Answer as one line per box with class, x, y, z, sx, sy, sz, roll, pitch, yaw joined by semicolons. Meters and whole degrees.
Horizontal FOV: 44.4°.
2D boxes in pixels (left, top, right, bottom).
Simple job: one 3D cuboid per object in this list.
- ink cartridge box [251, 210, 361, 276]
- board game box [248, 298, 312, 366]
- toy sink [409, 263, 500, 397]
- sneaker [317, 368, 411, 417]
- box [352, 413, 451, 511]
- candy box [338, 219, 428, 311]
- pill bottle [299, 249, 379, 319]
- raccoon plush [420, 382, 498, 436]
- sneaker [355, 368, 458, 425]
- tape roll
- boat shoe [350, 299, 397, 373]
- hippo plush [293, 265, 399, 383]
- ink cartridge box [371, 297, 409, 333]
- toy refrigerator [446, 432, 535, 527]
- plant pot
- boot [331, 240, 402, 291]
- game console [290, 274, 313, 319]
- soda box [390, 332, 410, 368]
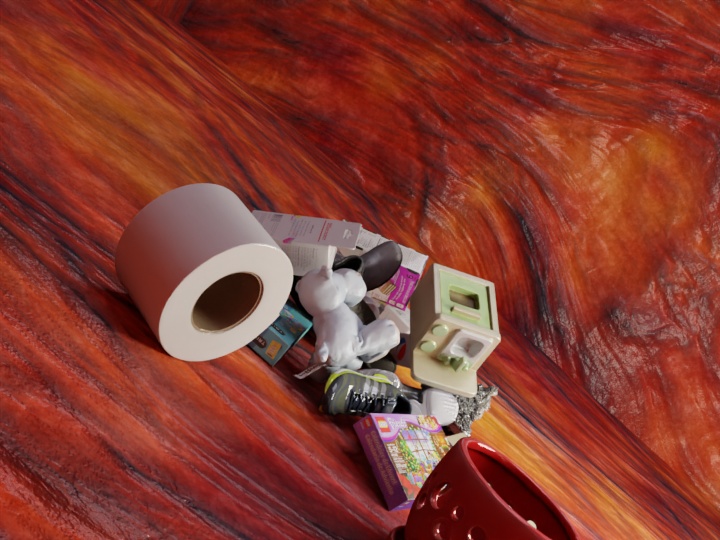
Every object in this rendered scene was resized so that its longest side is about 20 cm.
ink cartridge box;-0.104;-0.044;1.539;0.199;0.068;0.115;7;27;4
board game box;-0.165;0.071;1.461;0.151;0.047;0.200;41;12;2
toy sink;0.168;0.103;1.576;0.130;0.112;0.200;19;43;-14
sneaker;0.011;0.201;1.385;0.081;0.074;0.200;23;11;36
box;0.082;0.286;1.333;0.200;0.039;0.137;15;44;-55
candy box;0.029;-0.009;1.876;0.199;0.137;0.061;24;50;4
pill bottle;-0.049;0.042;1.764;0.116;0.116;0.200;28;17;-46
raccoon plush;0.194;0.227;1.656;0.097;0.134;0.200;27;-30;29
sneaker;0.065;0.229;1.546;0.199;0.076;0.114;16;-16;-4
tape roll;-0.210;0.003;1.188;0.139;0.203;0.203;47;14;32
boat shoe;-0.002;0.121;1.653;0.068;0.072;0.200;36;-26;57
hippo plush;-0.053;0.082;1.423;0.200;0.159;0.161;-11;70;-40
ink cartridge box;0.046;0.087;1.981;0.200;0.068;0.115;45;13;21
toy refrigerator;0.204;0.369;1.467;0.200;0.070;0.076;45;19;24
plant pot;0.144;0.338;1.098;0.200;0.183;0.200;38;12;-10
boot;0.000;0.000;1.619;0.070;0.200;0.132;49;-12;13
game console;-0.100;0.048;1.604;0.200;0.031;0.177;44;-15;51
soda box;0.097;0.156;1.710;0.068;0.064;0.200;11;-3;-21
